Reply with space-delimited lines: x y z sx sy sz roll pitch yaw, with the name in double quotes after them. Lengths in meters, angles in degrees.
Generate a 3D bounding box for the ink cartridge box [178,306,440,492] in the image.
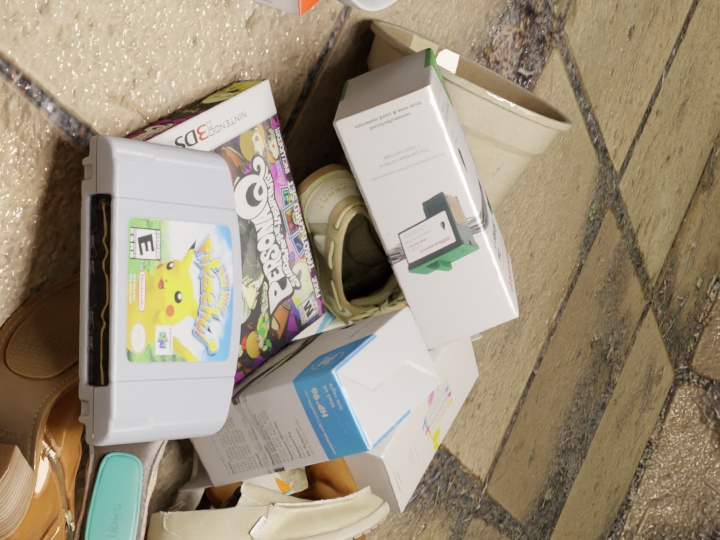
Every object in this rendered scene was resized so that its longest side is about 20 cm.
-0.054 0.100 1.123 0.116 0.199 0.068 -37 105 -52 "ink cartridge box"

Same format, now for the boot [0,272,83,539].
-0.210 0.113 1.034 0.156 0.076 0.201 84 24 -58 "boot"

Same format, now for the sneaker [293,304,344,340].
-0.052 0.024 1.315 0.200 0.076 0.081 -10 107 -68 "sneaker"

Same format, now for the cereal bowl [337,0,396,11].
-0.002 -0.306 1.130 0.200 0.083 0.201 -47 148 -41 "cereal bowl"

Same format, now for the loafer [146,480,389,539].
-0.072 0.191 1.120 0.199 0.069 0.076 -12 165 -25 "loafer"

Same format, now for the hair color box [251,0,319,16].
-0.069 -0.281 0.984 0.061 0.101 0.201 -47 149 -40 "hair color box"

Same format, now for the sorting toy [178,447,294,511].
-0.126 0.246 1.326 0.201 0.106 0.180 -60 136 -22 "sorting toy"

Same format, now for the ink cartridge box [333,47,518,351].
0.054 -0.058 1.180 0.146 0.084 0.201 -82 150 -70 "ink cartridge box"

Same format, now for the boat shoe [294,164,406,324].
0.002 -0.002 1.229 0.073 0.063 0.201 -31 139 -12 "boat shoe"

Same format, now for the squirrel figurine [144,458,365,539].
-0.086 0.256 1.184 0.186 0.200 0.142 -6 141 -35 "squirrel figurine"

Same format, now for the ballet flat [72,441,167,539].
-0.180 0.134 1.122 0.067 0.068 0.201 131 -24 -69 "ballet flat"

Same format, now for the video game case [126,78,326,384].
-0.105 -0.023 1.108 0.181 0.036 0.201 -36 118 -52 "video game case"

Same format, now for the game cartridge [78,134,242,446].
-0.133 0.014 1.002 0.133 0.040 0.201 3 87 -59 "game cartridge"

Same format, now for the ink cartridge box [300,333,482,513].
0.024 0.110 1.468 0.201 0.128 0.125 -59 154 -25 "ink cartridge box"

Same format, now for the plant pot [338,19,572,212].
0.060 -0.098 1.334 0.184 0.200 0.200 -63 158 14 "plant pot"
